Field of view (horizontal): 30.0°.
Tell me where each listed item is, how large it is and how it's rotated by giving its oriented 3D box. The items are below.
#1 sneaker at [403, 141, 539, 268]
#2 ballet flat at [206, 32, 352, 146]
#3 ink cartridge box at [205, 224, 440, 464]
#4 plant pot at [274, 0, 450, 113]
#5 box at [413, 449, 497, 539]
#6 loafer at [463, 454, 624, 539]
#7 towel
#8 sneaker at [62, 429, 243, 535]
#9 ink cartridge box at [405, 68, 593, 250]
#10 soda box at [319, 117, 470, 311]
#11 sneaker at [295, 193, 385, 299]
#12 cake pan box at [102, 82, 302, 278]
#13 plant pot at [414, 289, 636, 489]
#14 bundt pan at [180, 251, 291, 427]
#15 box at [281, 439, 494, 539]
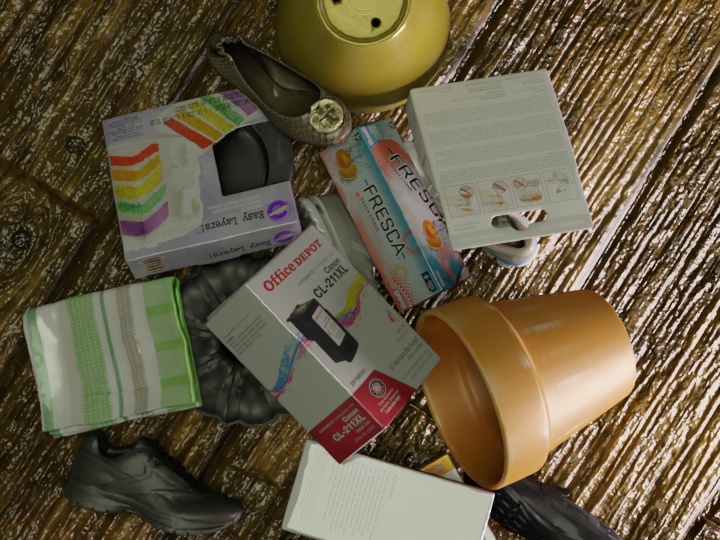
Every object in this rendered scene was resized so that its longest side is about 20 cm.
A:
[{"bbox_3d":[0.117,-0.078,1.478,0.200,0.087,0.075,35,91,2],"label":"sneaker"},{"bbox_3d":[-0.091,-0.201,1.448,0.200,0.046,0.067,39,72,21],"label":"ballet flat"},{"bbox_3d":[-0.037,0.072,1.371,0.200,0.146,0.083,46,129,-1],"label":"ink cartridge box"},{"bbox_3d":[0.003,-0.278,1.453,0.200,0.142,0.200,0,89,-1],"label":"plant pot"},{"bbox_3d":[0.094,0.316,1.491,0.119,0.041,0.200,-30,87,-1],"label":"box"},{"bbox_3d":[0.204,0.266,1.486,0.200,0.068,0.070,37,52,8],"label":"loafer"},{"bbox_3d":[-0.274,0.095,1.461,0.200,0.031,0.149,-13,89,24],"label":"towel"},{"bbox_3d":[-0.223,0.231,1.470,0.200,0.076,0.091,14,95,-1],"label":"sneaker"},{"bbox_3d":[0.149,-0.115,1.456,0.160,0.047,0.200,-9,68,-9],"label":"ink cartridge box"},{"bbox_3d":[0.037,-0.062,1.462,0.068,0.064,0.200,-29,87,39],"label":"soda box"},{"bbox_3d":[0.000,0.000,1.477,0.082,0.075,0.200,-23,87,-33],"label":"sneaker"},{"bbox_3d":[-0.169,-0.100,1.461,0.200,0.052,0.184,-12,67,-1],"label":"cake pan box"},{"bbox_3d":[0.183,0.107,1.431,0.183,0.200,0.200,-20,89,-18],"label":"plant pot"},{"bbox_3d":[-0.127,0.077,1.478,0.202,0.076,0.202,0,89,0],"label":"bundt pan"},{"bbox_3d":[0.031,0.251,1.410,0.200,0.124,0.098,16,83,6],"label":"box"}]
